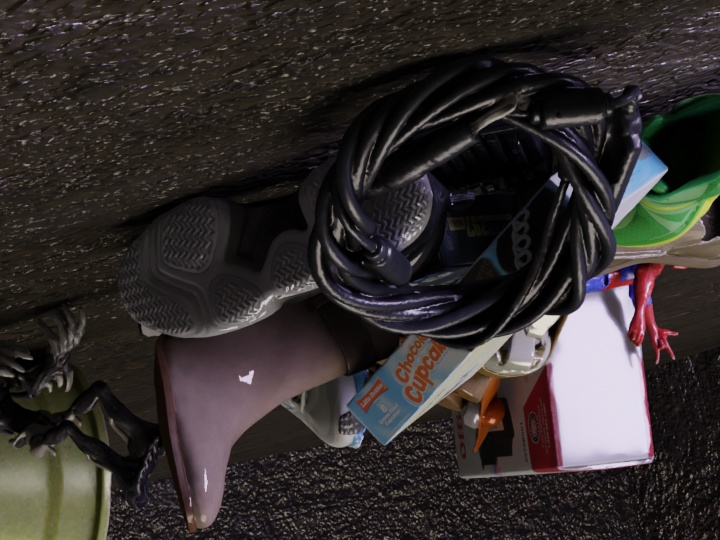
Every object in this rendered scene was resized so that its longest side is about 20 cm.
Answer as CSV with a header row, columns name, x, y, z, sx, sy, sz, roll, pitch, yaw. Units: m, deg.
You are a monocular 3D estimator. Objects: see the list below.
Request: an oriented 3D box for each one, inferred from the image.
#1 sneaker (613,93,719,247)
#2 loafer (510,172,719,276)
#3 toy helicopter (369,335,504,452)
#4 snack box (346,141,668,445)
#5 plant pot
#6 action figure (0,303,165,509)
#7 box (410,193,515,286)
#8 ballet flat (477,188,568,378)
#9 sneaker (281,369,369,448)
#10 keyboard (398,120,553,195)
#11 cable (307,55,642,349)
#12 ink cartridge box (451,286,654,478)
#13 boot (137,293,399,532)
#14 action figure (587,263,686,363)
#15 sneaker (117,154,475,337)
name,x,y,z,sx,sy,sz,roll,pitch,yaw
sneaker,0.187,-0.068,1.194,0.083,0.075,0.200,7,161,-29
loafer,0.187,-0.042,1.334,0.199,0.076,0.067,-4,156,-35
toy helicopter,0.058,0.082,1.467,0.079,0.132,0.200,-58,-171,-8
snack box,0.083,0.010,1.150,0.200,0.037,0.116,-50,170,33
plant pot,-0.315,0.165,1.527,0.183,0.202,0.200,5,163,-34
action figure,-0.216,0.076,1.317,0.199,0.102,0.119,22,-151,6
box,0.000,0.000,1.339,0.199,0.051,0.158,-18,175,27
ballet flat,0.102,0.026,1.281,0.068,0.063,0.200,7,143,-5
sneaker,-0.054,0.073,1.467,0.086,0.075,0.200,1,-160,-22
keyboard,0.094,-0.069,1.154,0.126,0.021,0.200,-15,173,8
cable,0.052,-0.022,0.998,0.162,0.051,0.200,-6,143,-21
ink cartridge box,0.139,0.084,1.543,0.082,0.147,0.200,-5,174,-19
boot,-0.049,0.051,1.159,0.145,0.201,0.070,-8,145,-12
action figure,0.160,0.032,1.405,0.199,0.099,0.065,-19,176,-15
sneaker,-0.031,-0.011,1.119,0.199,0.076,0.114,-19,169,26
